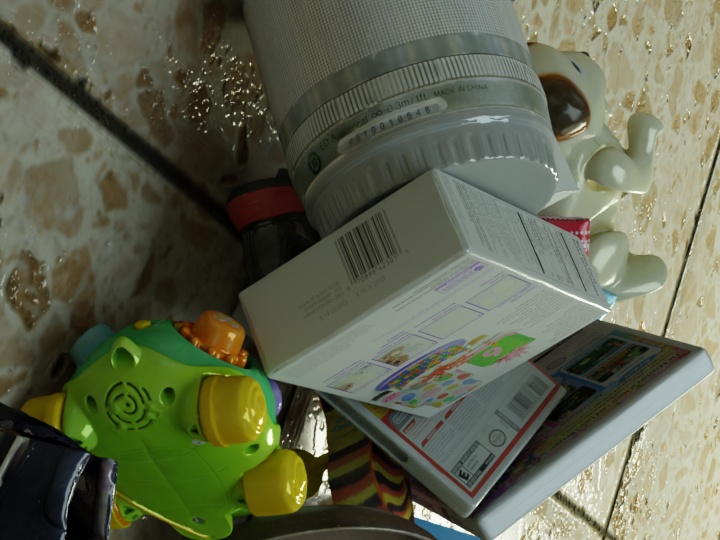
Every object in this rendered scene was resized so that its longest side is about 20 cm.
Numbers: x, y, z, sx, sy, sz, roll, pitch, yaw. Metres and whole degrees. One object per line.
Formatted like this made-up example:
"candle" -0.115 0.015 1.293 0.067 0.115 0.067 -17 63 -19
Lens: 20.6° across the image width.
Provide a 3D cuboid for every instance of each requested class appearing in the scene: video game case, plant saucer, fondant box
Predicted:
"video game case" 0.124 0.105 1.384 0.200 0.182 0.024 -35 107 -15
"video game case" 0.028 0.057 1.316 0.143 0.200 0.017 -44 172 -46
"plant saucer" -0.037 0.199 1.264 0.200 0.199 0.032 52 22 -54
"fondant box" 0.042 0.019 1.181 0.200 0.144 0.058 21 42 -57

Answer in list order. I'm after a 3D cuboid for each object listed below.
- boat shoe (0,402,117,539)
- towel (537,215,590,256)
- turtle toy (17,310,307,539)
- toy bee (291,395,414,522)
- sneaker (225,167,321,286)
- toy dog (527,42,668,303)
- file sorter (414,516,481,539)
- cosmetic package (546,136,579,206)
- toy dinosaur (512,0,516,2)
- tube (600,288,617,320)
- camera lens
"boat shoe" -0.193 0.171 1.039 0.075 0.092 0.201 24 78 -61
"towel" 0.096 0.057 1.491 0.022 0.144 0.201 -124 -143 -74
"turtle toy" -0.101 0.092 1.153 0.200 0.145 0.102 64 25 -49
"toy bee" -0.006 0.109 1.363 0.131 0.200 0.109 -35 112 -3
"sneaker" 0.000 0.000 1.287 0.200 0.071 0.098 11 67 -41
"toy dog" 0.139 -0.082 1.537 0.193 0.140 0.201 -16 122 -18
"file sorter" 0.059 0.279 1.428 0.139 0.199 0.123 -46 141 -45
"cosmetic package" 0.063 -0.125 1.308 0.051 0.082 0.201 -9 74 -59
"toy dinosaur" 0.038 -0.119 1.393 0.200 0.105 0.182 45 58 -18
"tube" 0.116 0.087 1.532 0.077 0.050 0.201 24 105 -31
"camera lens" 0.021 -0.120 1.193 0.160 0.159 0.201 26 43 -60
